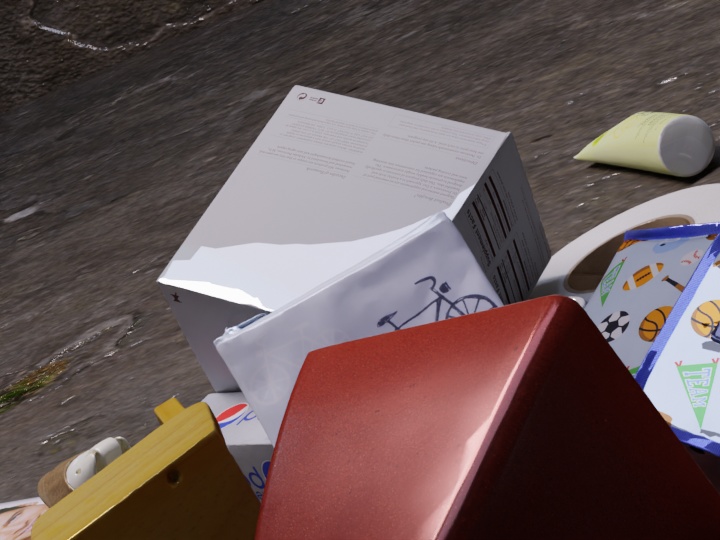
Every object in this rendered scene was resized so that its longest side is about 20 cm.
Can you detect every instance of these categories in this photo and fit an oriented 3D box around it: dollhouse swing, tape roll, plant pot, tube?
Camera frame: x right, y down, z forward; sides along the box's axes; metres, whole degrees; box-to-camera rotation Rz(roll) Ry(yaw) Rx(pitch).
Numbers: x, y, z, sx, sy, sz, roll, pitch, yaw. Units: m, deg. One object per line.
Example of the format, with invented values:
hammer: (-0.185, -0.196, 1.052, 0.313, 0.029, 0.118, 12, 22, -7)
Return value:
dollhouse swing: (-0.109, 0.195, 1.346, 0.182, 0.200, 0.176, -36, 18, -23)
tape roll: (0.205, 0.003, 1.695, 0.203, 0.037, 0.203, -27, 15, 8)
plant pot: (0.056, 0.157, 1.218, 0.200, 0.200, 0.176, -15, 32, 43)
tube: (0.242, -0.111, 1.966, 0.058, 0.052, 0.200, 9, 4, -12)

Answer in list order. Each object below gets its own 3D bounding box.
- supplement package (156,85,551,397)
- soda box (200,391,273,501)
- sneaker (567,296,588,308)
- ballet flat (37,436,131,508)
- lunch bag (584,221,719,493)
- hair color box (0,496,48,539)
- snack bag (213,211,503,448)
supplement package: (0.000, 0.000, 1.665, 0.191, 0.147, 0.200, 15, 57, 31)
soda box: (-0.056, 0.127, 1.628, 0.200, 0.064, 0.068, -8, 29, 51)
sneaker: (0.085, 0.100, 1.414, 0.073, 0.114, 0.201, 14, 57, 48)
ballet flat: (-0.158, 0.161, 1.636, 0.200, 0.072, 0.068, 26, 48, 38)
lunch bag: (0.205, 0.058, 1.329, 0.200, 0.124, 0.170, -2, 47, 53)
hair color box: (-0.237, 0.220, 1.755, 0.200, 0.061, 0.099, -14, 22, 44)
snack bag: (0.029, 0.081, 1.502, 0.188, 0.200, 0.021, -29, -13, -1)
